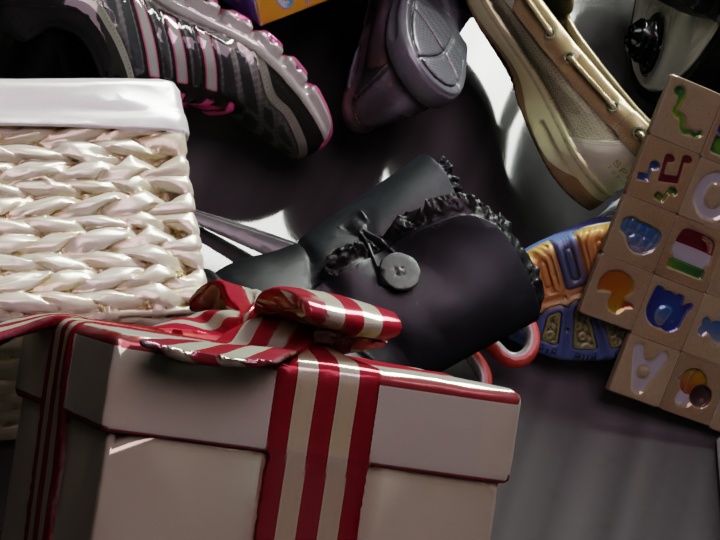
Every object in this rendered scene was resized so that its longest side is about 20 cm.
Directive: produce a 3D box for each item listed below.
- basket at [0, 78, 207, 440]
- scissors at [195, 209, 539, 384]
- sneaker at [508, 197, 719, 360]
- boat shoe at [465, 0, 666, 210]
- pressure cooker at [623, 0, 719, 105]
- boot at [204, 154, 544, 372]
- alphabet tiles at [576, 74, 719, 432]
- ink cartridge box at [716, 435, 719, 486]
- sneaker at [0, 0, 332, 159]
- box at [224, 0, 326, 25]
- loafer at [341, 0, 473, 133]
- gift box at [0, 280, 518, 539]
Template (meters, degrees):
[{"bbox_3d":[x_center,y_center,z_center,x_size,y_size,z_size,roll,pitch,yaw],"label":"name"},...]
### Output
[{"bbox_3d":[-0.177,-0.001,1.054,0.199,0.136,0.124,-3,61,-28],"label":"basket"},{"bbox_3d":[0.000,0.000,1.211,0.200,0.014,0.073,36,76,3],"label":"scissors"},{"bbox_3d":[0.154,-0.007,1.281,0.199,0.088,0.076,-17,108,-17],"label":"sneaker"},{"bbox_3d":[0.108,-0.130,1.290,0.073,0.063,0.201,30,34,-54],"label":"boat shoe"},{"bbox_3d":[0.245,-0.156,1.355,0.199,0.176,0.179,17,61,-14],"label":"pressure cooker"},{"bbox_3d":[0.024,0.047,1.136,0.168,0.077,0.200,-26,64,-19],"label":"boot"},{"bbox_3d":[0.209,-0.014,1.250,0.166,0.006,0.201,20,94,-23],"label":"alphabet tiles"},{"bbox_3d":[0.240,0.171,1.205,0.094,0.044,0.201,14,53,-16],"label":"ink cartridge box"},{"bbox_3d":[-0.106,-0.105,1.207,0.200,0.074,0.088,35,79,-23],"label":"sneaker"},{"bbox_3d":[-0.018,-0.191,1.272,0.199,0.042,0.119,-25,34,-20],"label":"box"},{"bbox_3d":[0.025,-0.144,1.307,0.072,0.063,0.200,47,28,-21],"label":"loafer"},{"bbox_3d":[-0.059,0.097,0.917,0.199,0.184,0.188,10,88,-25],"label":"gift box"}]
